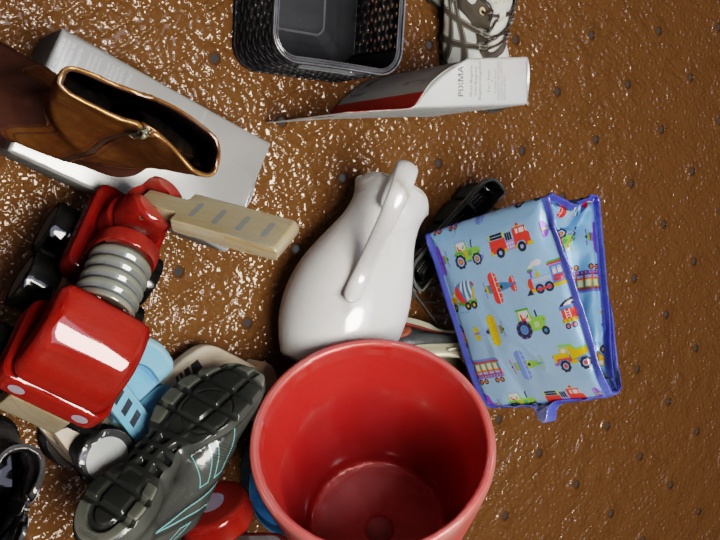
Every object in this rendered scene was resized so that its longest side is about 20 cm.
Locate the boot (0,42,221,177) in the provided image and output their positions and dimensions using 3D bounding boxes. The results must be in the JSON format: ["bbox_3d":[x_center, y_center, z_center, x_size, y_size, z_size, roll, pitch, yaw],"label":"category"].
[{"bbox_3d":[-0.203,-0.104,0.527,0.187,0.199,0.069,32,83,-29],"label":"boot"}]

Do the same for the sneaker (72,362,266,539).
[{"bbox_3d":[-0.147,0.157,0.677,0.200,0.075,0.080,-46,143,-35],"label":"sneaker"}]

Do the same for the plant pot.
[{"bbox_3d":[0.013,0.191,0.731,0.199,0.200,0.179,-33,145,-24],"label":"plant pot"}]

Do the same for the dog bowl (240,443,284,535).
[{"bbox_3d":[-0.033,0.188,0.856,0.198,0.049,0.113,-20,106,-28],"label":"dog bowl"}]

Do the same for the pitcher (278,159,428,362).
[{"bbox_3d":[0.000,0.000,0.785,0.120,0.172,0.202,24,81,1],"label":"pitcher"}]

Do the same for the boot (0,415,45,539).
[{"bbox_3d":[-0.301,0.219,0.644,0.069,0.131,0.203,10,91,-33],"label":"boot"}]

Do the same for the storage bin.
[{"bbox_3d":[-0.036,-0.283,0.767,0.134,0.093,0.203,0,96,-31],"label":"storage bin"}]

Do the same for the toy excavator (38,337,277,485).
[{"bbox_3d":[-0.182,0.101,0.733,0.200,0.099,0.196,-45,118,-29],"label":"toy excavator"}]

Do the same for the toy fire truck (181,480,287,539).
[{"bbox_3d":[-0.163,0.271,0.693,0.168,0.197,0.113,-58,138,-57],"label":"toy fire truck"}]

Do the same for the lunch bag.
[{"bbox_3d":[0.160,0.044,0.795,0.093,0.150,0.203,-3,81,-44],"label":"lunch bag"}]

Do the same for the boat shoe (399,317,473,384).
[{"bbox_3d":[0.104,0.097,0.885,0.197,0.063,0.072,11,128,-13],"label":"boat shoe"}]

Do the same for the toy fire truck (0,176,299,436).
[{"bbox_3d":[-0.157,0.011,0.587,0.128,0.199,0.178,33,48,-26],"label":"toy fire truck"}]

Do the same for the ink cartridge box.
[{"bbox_3d":[0.033,-0.168,0.783,0.198,0.162,0.058,-4,97,-31],"label":"ink cartridge box"}]

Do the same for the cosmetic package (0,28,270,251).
[{"bbox_3d":[-0.188,-0.103,0.702,0.199,0.090,0.108,28,82,-34],"label":"cosmetic package"}]

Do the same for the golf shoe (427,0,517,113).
[{"bbox_3d":[0.127,-0.257,0.872,0.078,0.094,0.202,-38,116,-23],"label":"golf shoe"}]

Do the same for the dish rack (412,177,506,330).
[{"bbox_3d":[0.136,0.015,0.936,0.154,0.054,0.201,-47,118,-17],"label":"dish rack"}]
